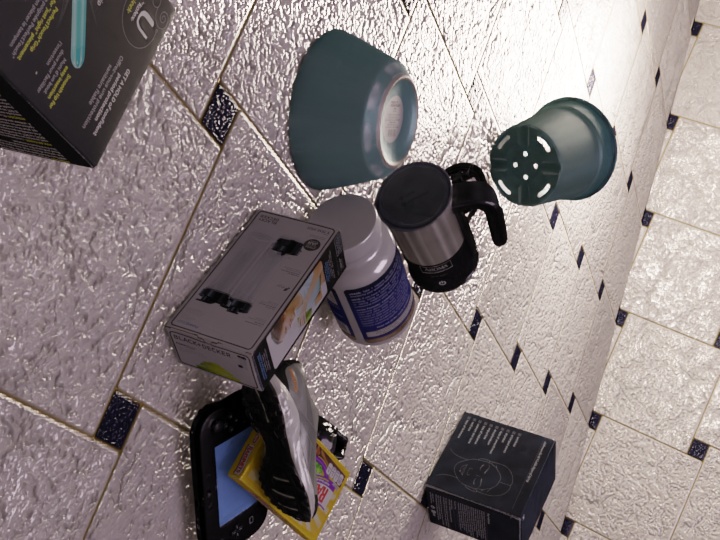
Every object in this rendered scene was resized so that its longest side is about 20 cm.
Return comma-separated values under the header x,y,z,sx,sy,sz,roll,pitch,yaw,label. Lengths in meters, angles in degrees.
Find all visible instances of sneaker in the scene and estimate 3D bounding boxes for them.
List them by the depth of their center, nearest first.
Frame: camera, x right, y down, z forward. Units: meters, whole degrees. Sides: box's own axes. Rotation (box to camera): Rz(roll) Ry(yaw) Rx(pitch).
x,y,z,sx,sy,sz,roll,pitch,yaw,label
-0.073,0.194,1.118,0.079,0.073,0.203,-34,124,-46,sneaker
-0.076,0.204,1.283,0.200,0.086,0.077,31,74,-63,sneaker

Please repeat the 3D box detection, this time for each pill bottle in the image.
x,y,z,sx,sy,sz,roll,pitch,yaw,label
0.000,0.000,1.314,0.117,0.114,0.201,-62,151,-28,pill bottle

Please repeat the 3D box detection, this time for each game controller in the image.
x,y,z,sx,sy,sz,roll,pitch,yaw,label
-0.151,0.237,1.167,0.103,0.042,0.203,-20,121,-37,game controller

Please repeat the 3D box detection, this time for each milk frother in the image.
x,y,z,sx,sy,sz,roll,pitch,yaw,label
0.117,-0.107,1.516,0.189,0.178,0.202,59,7,-55,milk frother

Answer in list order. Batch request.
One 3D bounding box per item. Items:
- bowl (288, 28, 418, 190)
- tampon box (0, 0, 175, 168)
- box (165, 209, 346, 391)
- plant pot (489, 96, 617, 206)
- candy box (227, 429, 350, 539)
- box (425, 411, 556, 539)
x,y,z,sx,sy,sz,roll,pitch,yaw,label
0.004,-0.193,1.250,0.201,0.104,0.204,-40,136,-52,bowl
-0.252,-0.196,0.703,0.152,0.124,0.200,-67,153,-19,tampon box
-0.112,0.028,1.104,0.201,0.115,0.061,-57,150,-38,box
0.351,-0.211,1.863,0.195,0.198,0.204,-23,122,-50,plant pot
-0.082,0.246,1.207,0.103,0.026,0.201,-58,142,-20,candy box
0.255,0.407,1.923,0.201,0.194,0.125,-53,145,-39,box
